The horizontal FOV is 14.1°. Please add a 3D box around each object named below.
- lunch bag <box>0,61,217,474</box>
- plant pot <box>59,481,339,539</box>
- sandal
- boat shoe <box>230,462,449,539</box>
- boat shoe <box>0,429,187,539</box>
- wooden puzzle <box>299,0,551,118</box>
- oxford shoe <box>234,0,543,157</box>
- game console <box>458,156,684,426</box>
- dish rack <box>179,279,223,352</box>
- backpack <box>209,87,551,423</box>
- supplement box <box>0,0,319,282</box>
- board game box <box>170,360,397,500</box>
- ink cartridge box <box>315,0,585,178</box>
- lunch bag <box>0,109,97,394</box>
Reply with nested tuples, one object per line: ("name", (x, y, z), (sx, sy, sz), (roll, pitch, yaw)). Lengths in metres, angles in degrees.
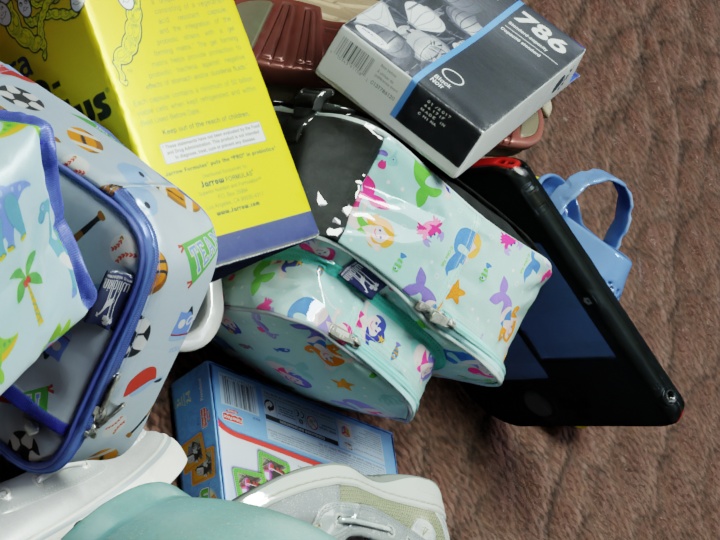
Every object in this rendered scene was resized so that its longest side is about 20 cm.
("lunch bag", (-0.169, 0.000, 1.396), (0.200, 0.161, 0.075), (37, 21, 24))
("plant pot", (-0.087, 0.187, 1.388), (0.134, 0.201, 0.200), (40, 26, 23))
("sandal", (0.141, 0.008, 1.905), (0.079, 0.087, 0.201), (27, 46, -42))
("boat shoe", (-0.015, 0.147, 1.533), (0.202, 0.074, 0.065), (10, 51, -56))
("boat shoe", (-0.161, 0.113, 1.443), (0.200, 0.072, 0.069), (-33, 91, -48))
("wooden puzzle", (0.015, -0.138, 1.782), (0.199, 0.046, 0.185), (20, 11, -6))
("oxford shoe", (0.006, -0.100, 1.677), (0.199, 0.075, 0.071), (17, 49, -7))
("game console", (0.087, 0.016, 1.737), (0.031, 0.177, 0.200), (-46, 115, -25))
("dish rack", (-0.160, -0.051, 1.542), (0.171, 0.043, 0.201), (4, 71, -37))
("backpack", (0.000, 0.000, 1.630), (0.200, 0.177, 0.151), (27, 77, -36))
("supplement box", (-0.124, -0.084, 1.474), (0.109, 0.109, 0.201), (-17, 85, -50))
("board game box", (-0.031, 0.163, 1.596), (0.151, 0.037, 0.201), (24, 46, -41))
("ink cartridge box", (0.060, -0.123, 1.626), (0.099, 0.039, 0.200), (37, 30, 7))
("lunch bag", (-0.248, 0.003, 1.284), (0.170, 0.199, 0.128), (-46, 132, -47))
